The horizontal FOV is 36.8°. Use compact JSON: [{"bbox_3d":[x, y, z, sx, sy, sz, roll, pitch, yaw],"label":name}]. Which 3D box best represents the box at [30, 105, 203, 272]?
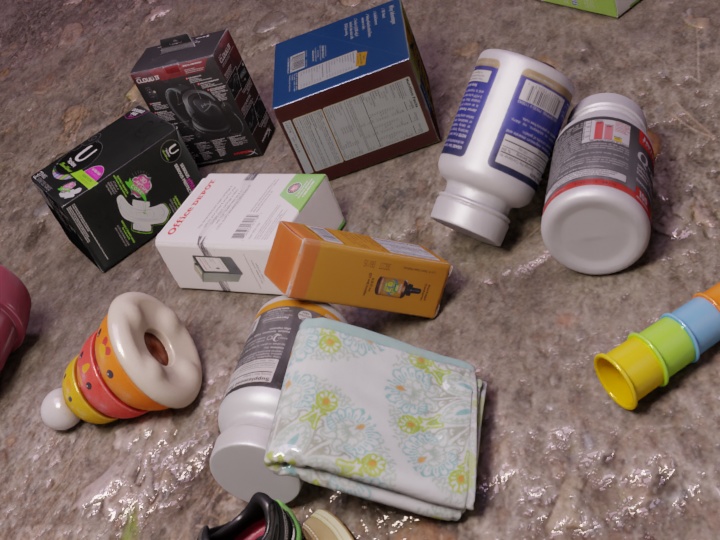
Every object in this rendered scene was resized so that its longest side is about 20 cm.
[{"bbox_3d":[-0.349,-0.124,1.582,0.199,0.125,0.148,-37,37,-17],"label":"box"}]

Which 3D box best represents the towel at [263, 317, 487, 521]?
[{"bbox_3d":[0.021,0.137,1.024,0.197,0.049,0.172,16,42,-3],"label":"towel"}]

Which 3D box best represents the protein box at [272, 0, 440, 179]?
[{"bbox_3d":[-0.008,-0.255,1.533,0.197,0.136,0.200,-18,36,10],"label":"protein box"}]

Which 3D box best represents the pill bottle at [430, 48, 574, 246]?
[{"bbox_3d":[0.157,-0.138,1.247,0.119,0.119,0.202,23,90,46],"label":"pill bottle"}]

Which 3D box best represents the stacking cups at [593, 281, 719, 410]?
[{"bbox_3d":[0.314,0.054,1.028,0.199,0.061,0.060,-32,36,-16],"label":"stacking cups"}]

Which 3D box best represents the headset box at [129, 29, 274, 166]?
[{"bbox_3d":[-0.238,-0.261,1.624,0.147,0.201,0.078,-8,39,23],"label":"headset box"}]

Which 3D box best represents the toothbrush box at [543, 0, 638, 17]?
[{"bbox_3d":[0.355,-0.468,1.628,0.145,0.087,0.199,-38,38,-17],"label":"toothbrush box"}]

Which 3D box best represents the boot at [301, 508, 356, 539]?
[{"bbox_3d":[-0.044,0.304,0.913,0.154,0.073,0.200,-34,37,-8],"label":"boot"}]

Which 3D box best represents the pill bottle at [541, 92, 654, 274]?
[{"bbox_3d":[0.265,-0.102,1.195,0.114,0.117,0.201,-7,40,23],"label":"pill bottle"}]

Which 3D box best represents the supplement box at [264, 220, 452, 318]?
[{"bbox_3d":[0.000,0.000,1.172,0.198,0.067,0.069,10,15,-32],"label":"supplement box"}]

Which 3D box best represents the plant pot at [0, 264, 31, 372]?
[{"bbox_3d":[-0.532,0.099,1.371,0.197,0.201,0.181,-12,52,17],"label":"plant pot"}]

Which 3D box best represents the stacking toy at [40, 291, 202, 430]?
[{"bbox_3d":[-0.295,0.132,1.258,0.199,0.146,0.147,-34,32,20],"label":"stacking toy"}]

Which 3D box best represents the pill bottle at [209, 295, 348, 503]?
[{"bbox_3d":[-0.080,0.130,1.110,0.115,0.117,0.201,-8,39,22],"label":"pill bottle"}]

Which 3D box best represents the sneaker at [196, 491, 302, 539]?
[{"bbox_3d":[-0.141,0.280,0.986,0.076,0.084,0.200,17,53,44],"label":"sneaker"}]

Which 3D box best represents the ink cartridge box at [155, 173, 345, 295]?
[{"bbox_3d":[-0.143,-0.050,1.401,0.198,0.085,0.146,3,44,33],"label":"ink cartridge box"}]

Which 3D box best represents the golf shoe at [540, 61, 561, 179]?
[{"bbox_3d":[0.224,-0.179,1.362,0.093,0.078,0.202,10,58,33],"label":"golf shoe"}]
